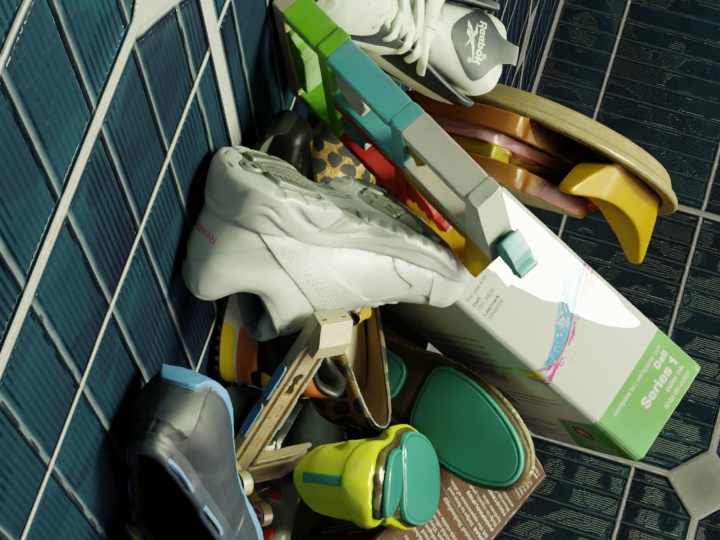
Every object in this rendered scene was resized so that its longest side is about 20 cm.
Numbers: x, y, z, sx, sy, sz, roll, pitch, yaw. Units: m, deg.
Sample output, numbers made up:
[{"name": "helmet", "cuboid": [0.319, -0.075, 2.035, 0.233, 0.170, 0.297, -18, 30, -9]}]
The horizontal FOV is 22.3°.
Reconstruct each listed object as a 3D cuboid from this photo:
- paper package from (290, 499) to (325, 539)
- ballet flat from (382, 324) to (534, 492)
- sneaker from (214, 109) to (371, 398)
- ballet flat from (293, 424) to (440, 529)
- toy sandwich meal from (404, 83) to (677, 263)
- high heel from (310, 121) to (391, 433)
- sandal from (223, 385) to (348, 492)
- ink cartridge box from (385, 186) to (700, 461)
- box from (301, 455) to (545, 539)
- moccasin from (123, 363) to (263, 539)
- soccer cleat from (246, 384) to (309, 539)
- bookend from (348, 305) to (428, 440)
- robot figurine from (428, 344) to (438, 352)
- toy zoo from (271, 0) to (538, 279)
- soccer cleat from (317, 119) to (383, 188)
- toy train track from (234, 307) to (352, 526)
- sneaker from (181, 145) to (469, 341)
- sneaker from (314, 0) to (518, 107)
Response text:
[{"name": "paper package", "cuboid": [-0.068, 0.256, 1.370, 0.200, 0.103, 0.191, 92, 16, -60]}, {"name": "ballet flat", "cuboid": [0.046, 0.084, 1.250, 0.071, 0.200, 0.065, -60, 155, 10]}, {"name": "sneaker", "cuboid": [-0.032, -0.006, 1.111, 0.070, 0.090, 0.200, -64, 168, -53]}, {"name": "ballet flat", "cuboid": [0.003, 0.127, 1.132, 0.200, 0.067, 0.067, 27, 65, -77]}, {"name": "toy sandwich meal", "cuboid": [0.121, -0.066, 1.252, 0.070, 0.205, 0.205, -65, 172, -5]}, {"name": "high heel", "cuboid": [0.000, 0.000, 1.174, 0.071, 0.143, 0.200, -7, 129, -34]}, {"name": "sandal", "cuboid": [-0.051, 0.109, 1.185, 0.200, 0.048, 0.076, 0, 84, -63]}, {"name": "ink cartridge box", "cuboid": [0.108, 0.032, 1.246, 0.084, 0.200, 0.145, -54, -159, -12]}, {"name": "box", "cuboid": [0.032, 0.181, 1.273, 0.100, 0.075, 0.200, -19, -164, 48]}, {"name": "moccasin", "cuboid": [-0.104, 0.136, 1.002, 0.200, 0.080, 0.068, 80, 29, -42]}, {"name": "soccer cleat", "cuboid": [-0.068, 0.154, 1.271, 0.078, 0.069, 0.200, 69, 32, -60]}, {"name": "bookend", "cuboid": [0.019, 0.009, 1.386, 0.199, 0.092, 0.200, 113, -5, -58]}, {"name": "robot figurine", "cuboid": [0.025, 0.071, 1.610, 0.150, 0.125, 0.200, 3, -108, 53]}, {"name": "toy zoo", "cuboid": [0.027, -0.067, 1.056, 0.020, 0.200, 0.131, -41, 166, -9]}, {"name": "soccer cleat", "cuboid": [-0.029, -0.028, 1.284, 0.084, 0.065, 0.200, -12, 128, -48]}, {"name": "toy train track", "cuboid": [-0.053, 0.101, 1.058, 0.115, 0.033, 0.200, -8, 141, -41]}, {"name": "sneaker", "cuboid": [-0.025, -0.003, 1.037, 0.200, 0.078, 0.099, 18, 111, -41]}, {"name": "sneaker", "cuboid": [0.036, -0.158, 1.136, 0.199, 0.129, 0.080, 71, 35, -77]}]
